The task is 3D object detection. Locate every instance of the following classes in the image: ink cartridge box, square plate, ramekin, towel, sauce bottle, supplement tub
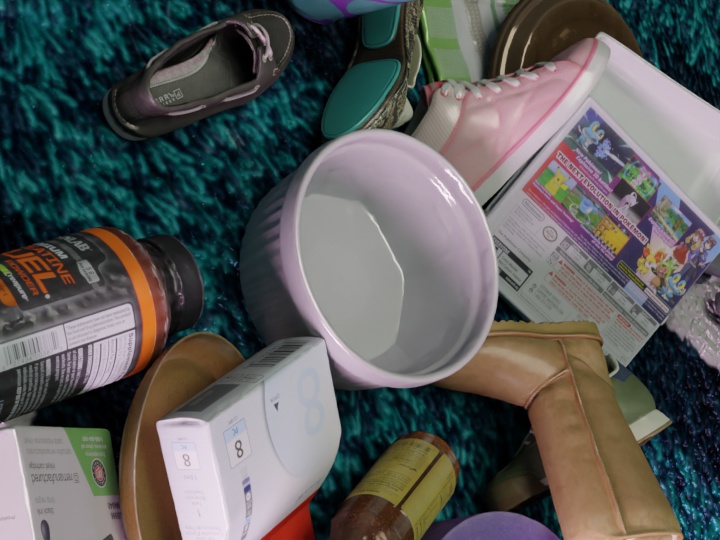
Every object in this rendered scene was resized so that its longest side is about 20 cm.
[{"bbox_3d":[-0.200,0.202,0.960,0.145,0.084,0.200,25,52,-75],"label":"ink cartridge box"},{"bbox_3d":[0.240,-0.081,1.416,0.198,0.028,0.200,29,88,-21],"label":"square plate"},{"bbox_3d":[0.000,0.000,1.214,0.200,0.105,0.200,14,67,-35],"label":"ramekin"},{"bbox_3d":[0.135,-0.208,1.439,0.200,0.031,0.149,-7,79,-40],"label":"towel"},{"bbox_3d":[0.011,0.189,1.157,0.066,0.066,0.200,60,33,-6],"label":"sauce bottle"},{"bbox_3d":[-0.061,0.166,1.088,0.160,0.047,0.200,-34,116,-58],"label":"ink cartridge box"},{"bbox_3d":[-0.202,0.032,1.042,0.200,0.107,0.107,-20,88,-41],"label":"supplement tub"}]

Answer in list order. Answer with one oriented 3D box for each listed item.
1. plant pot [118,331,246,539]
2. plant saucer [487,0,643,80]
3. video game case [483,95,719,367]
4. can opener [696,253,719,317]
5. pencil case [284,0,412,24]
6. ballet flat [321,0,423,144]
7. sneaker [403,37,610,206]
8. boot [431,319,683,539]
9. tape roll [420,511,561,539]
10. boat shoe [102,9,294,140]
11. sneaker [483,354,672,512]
[{"bbox_3d":[-0.114,0.143,1.080,0.200,0.027,0.200,-4,90,-67],"label":"plant pot"},{"bbox_3d":[0.199,-0.166,1.444,0.200,0.029,0.200,-1,91,-38],"label":"plant saucer"},{"bbox_3d":[0.206,-0.023,1.385,0.200,0.023,0.182,42,85,-20],"label":"video game case"},{"bbox_3d":[0.335,0.003,1.514,0.200,0.053,0.067,23,61,-31],"label":"can opener"},{"bbox_3d":[0.015,-0.255,1.247,0.085,0.200,0.093,-25,102,-37],"label":"pencil case"},{"bbox_3d":[0.022,-0.169,1.320,0.075,0.068,0.200,48,47,-45],"label":"ballet flat"},{"bbox_3d":[0.116,-0.145,1.330,0.105,0.075,0.200,44,92,-8],"label":"sneaker"},{"bbox_3d":[0.149,0.137,1.250,0.175,0.066,0.200,-6,58,-15],"label":"boot"},{"bbox_3d":[0.090,0.290,1.207,0.200,0.085,0.200,13,68,-36],"label":"tape roll"},{"bbox_3d":[-0.110,-0.156,1.208,0.200,0.057,0.067,-35,98,-40],"label":"boat shoe"},{"bbox_3d":[0.169,0.135,1.336,0.200,0.067,0.090,-22,73,-31],"label":"sneaker"}]
